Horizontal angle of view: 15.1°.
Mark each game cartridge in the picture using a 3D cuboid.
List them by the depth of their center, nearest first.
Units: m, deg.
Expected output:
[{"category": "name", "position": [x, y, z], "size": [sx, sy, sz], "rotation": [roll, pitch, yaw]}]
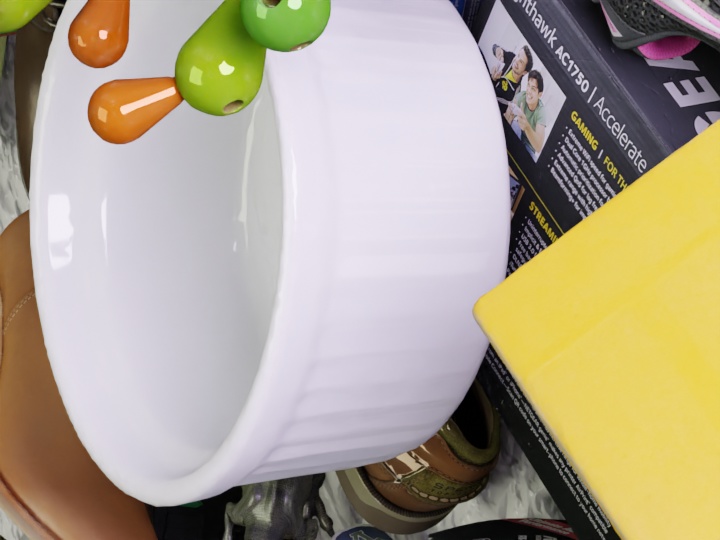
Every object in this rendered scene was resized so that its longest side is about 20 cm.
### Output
[{"category": "game cartridge", "position": [0.148, 0.032, 0.712], "size": [0.200, 0.176, 0.032], "rotation": [57, -174, 34]}]

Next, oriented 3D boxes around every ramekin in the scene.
[{"category": "ramekin", "position": [-0.032, -0.021, 0.946], "size": [0.200, 0.097, 0.202], "rotation": [1, 91, 60]}]

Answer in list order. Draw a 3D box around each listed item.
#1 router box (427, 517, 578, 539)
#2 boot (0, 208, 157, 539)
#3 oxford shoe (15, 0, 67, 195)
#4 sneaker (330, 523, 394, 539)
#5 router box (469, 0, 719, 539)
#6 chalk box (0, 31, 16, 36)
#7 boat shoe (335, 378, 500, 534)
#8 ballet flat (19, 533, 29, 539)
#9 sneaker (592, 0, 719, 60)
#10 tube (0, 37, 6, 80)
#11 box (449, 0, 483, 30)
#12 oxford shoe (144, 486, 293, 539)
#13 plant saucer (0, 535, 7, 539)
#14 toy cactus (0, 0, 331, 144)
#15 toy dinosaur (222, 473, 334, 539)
[{"category": "router box", "position": [0.061, 0.201, 0.948], "size": [0.150, 0.062, 0.201], "rotation": [-70, -26, -79]}, {"category": "boot", "position": [-0.097, 0.036, 1.184], "size": [0.155, 0.077, 0.200], "rotation": [-42, 46, 10]}, {"category": "oxford shoe", "position": [-0.103, -0.106, 1.035], "size": [0.084, 0.072, 0.201], "rotation": [-48, -30, -70]}, {"category": "sneaker", "position": [-0.006, 0.189, 1.140], "size": [0.201, 0.067, 0.090], "rotation": [109, 146, -41]}, {"category": "router box", "position": [0.092, 0.005, 0.900], "size": [0.200, 0.051, 0.150], "rotation": [58, 144, 33]}, {"category": "chalk box", "position": [-0.142, -0.163, 1.189], "size": [0.125, 0.123, 0.201], "rotation": [3, 102, 61]}, {"category": "boat shoe", "position": [0.000, 0.000, 1.059], "size": [0.201, 0.072, 0.068], "rotation": [61, 143, 13]}, {"category": "ballet flat", "position": [-0.130, 0.159, 1.341], "size": [0.200, 0.068, 0.068], "rotation": [55, 128, 36]}, {"category": "sneaker", "position": [0.086, -0.111, 0.843], "size": [0.200, 0.080, 0.087], "rotation": [47, 140, 46]}, {"category": "tube", "position": [-0.199, -0.157, 1.382], "size": [0.058, 0.052, 0.201], "rotation": [-70, -7, -49]}, {"category": "box", "position": [-0.015, -0.143, 1.053], "size": [0.200, 0.040, 0.138], "rotation": [49, 139, 43]}, {"category": "oxford shoe", "position": [-0.073, 0.125, 1.232], "size": [0.085, 0.072, 0.201], "rotation": [112, 149, -50]}, {"category": "plant saucer", "position": [-0.171, 0.189, 1.371], "size": [0.200, 0.035, 0.200], "rotation": [49, -177, -3]}, {"category": "toy cactus", "position": [-0.030, -0.121, 0.830], "size": [0.165, 0.199, 0.103], "rotation": [-88, -26, -57]}, {"category": "toy dinosaur", "position": [-0.029, 0.065, 1.127], "size": [0.088, 0.047, 0.201], "rotation": [83, -162, -71]}]
